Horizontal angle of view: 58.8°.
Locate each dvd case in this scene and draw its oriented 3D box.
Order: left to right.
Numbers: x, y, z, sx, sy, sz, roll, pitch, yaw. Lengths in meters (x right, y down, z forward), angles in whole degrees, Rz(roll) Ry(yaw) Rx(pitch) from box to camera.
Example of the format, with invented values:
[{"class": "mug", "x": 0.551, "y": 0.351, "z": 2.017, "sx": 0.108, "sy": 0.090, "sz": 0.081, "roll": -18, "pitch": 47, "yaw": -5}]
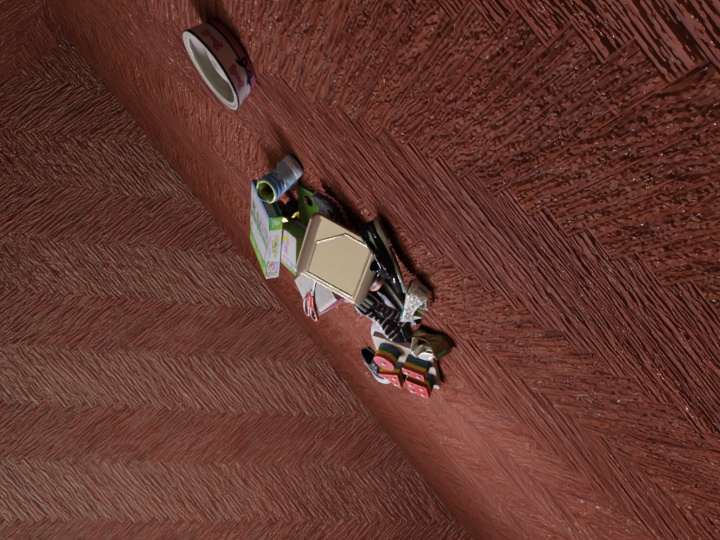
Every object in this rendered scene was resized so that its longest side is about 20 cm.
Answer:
[{"class": "dvd case", "x": 0.082, "y": 0.083, "z": 1.740, "sx": 0.152, "sy": 0.025, "sz": 0.199, "roll": 53, "pitch": 165, "yaw": -7}]

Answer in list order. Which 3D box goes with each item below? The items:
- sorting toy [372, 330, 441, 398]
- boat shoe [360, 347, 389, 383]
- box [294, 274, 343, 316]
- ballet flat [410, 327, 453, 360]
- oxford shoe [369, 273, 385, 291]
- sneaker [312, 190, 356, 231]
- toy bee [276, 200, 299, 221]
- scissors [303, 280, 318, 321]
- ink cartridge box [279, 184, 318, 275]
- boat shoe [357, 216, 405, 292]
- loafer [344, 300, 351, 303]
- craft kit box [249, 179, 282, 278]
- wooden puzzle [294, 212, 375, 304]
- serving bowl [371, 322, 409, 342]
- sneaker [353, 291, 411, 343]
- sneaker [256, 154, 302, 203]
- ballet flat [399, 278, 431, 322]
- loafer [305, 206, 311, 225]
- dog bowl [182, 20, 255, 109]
[{"class": "sorting toy", "x": 0.128, "y": 0.286, "z": 1.873, "sx": 0.194, "sy": 0.071, "sz": 0.202, "roll": 17, "pitch": 150, "yaw": 25}, {"class": "boat shoe", "x": 0.059, "y": 0.358, "z": 2.418, "sx": 0.199, "sy": 0.068, "sz": 0.057, "roll": 35, "pitch": 161, "yaw": 52}, {"class": "box", "x": -0.091, "y": 0.035, "z": 1.842, "sx": 0.131, "sy": 0.107, "sz": 0.199, "roll": 62, "pitch": 151, "yaw": 5}, {"class": "ballet flat", "x": 0.171, "y": 0.198, "z": 1.660, "sx": 0.068, "sy": 0.072, "sz": 0.199, "roll": 52, "pitch": 166, "yaw": -16}, {"class": "oxford shoe", "x": 0.000, "y": 0.000, "z": 1.652, "sx": 0.071, "sy": 0.073, "sz": 0.199, "roll": 28, "pitch": 177, "yaw": -29}, {"class": "sneaker", "x": -0.069, "y": -0.103, "z": 1.601, "sx": 0.202, "sy": 0.095, "sz": 0.079, "roll": 55, "pitch": 166, "yaw": -14}, {"class": "toy bee", "x": -0.241, "y": -0.163, "z": 1.909, "sx": 0.198, "sy": 0.110, "sz": 0.131, "roll": 37, "pitch": 123, "yaw": -8}, {"class": "scissors", "x": -0.143, "y": 0.062, "z": 1.822, "sx": 0.073, "sy": 0.014, "sz": 0.205, "roll": 42, "pitch": 144, "yaw": 39}, {"class": "ink cartridge box", "x": -0.172, "y": -0.113, "z": 1.732, "sx": 0.147, "sy": 0.074, "sz": 0.207, "roll": 35, "pitch": 129, "yaw": 55}, {"class": "boat shoe", "x": 0.047, "y": -0.024, "z": 1.447, "sx": 0.075, "sy": 0.064, "sz": 0.202, "roll": -104, "pitch": -9, "yaw": -52}, {"class": "loafer", "x": -0.020, "y": 0.072, "z": 1.936, "sx": 0.199, "sy": 0.068, "sz": 0.077, "roll": 40, "pitch": 163, "yaw": 36}, {"class": "craft kit box", "x": -0.270, "y": -0.120, "z": 1.810, "sx": 0.202, "sy": 0.047, "sz": 0.202, "roll": -120, "pitch": 34, "yaw": -46}, {"class": "wooden puzzle", "x": -0.052, "y": -0.030, "z": 1.573, "sx": 0.195, "sy": 0.038, "sz": 0.188, "roll": 25, "pitch": 126, "yaw": 4}, {"class": "serving bowl", "x": 0.097, "y": 0.240, "z": 2.009, "sx": 0.200, "sy": 0.065, "sz": 0.201, "roll": 47, "pitch": 166, "yaw": 15}, {"class": "sneaker", "x": 0.059, "y": 0.100, "z": 1.710, "sx": 0.199, "sy": 0.075, "sz": 0.116, "roll": 43, "pitch": -164, "yaw": -22}, {"class": "sneaker", "x": -0.227, "y": -0.229, "z": 1.693, "sx": 0.080, "sy": 0.130, "sz": 0.200, "roll": 47, "pitch": 166, "yaw": -2}, {"class": "ballet flat", "x": 0.131, "y": 0.084, "z": 1.519, "sx": 0.072, "sy": 0.071, "sz": 0.201, "roll": 45, "pitch": 165, "yaw": 14}, {"class": "loafer", "x": -0.138, "y": -0.122, "z": 1.840, "sx": 0.200, "sy": 0.070, "sz": 0.075, "roll": 126, "pitch": 140, "yaw": -63}, {"class": "dog bowl", "x": -0.318, "y": -0.477, "z": 1.467, "sx": 0.200, "sy": 0.073, "sz": 0.201, "roll": 46, "pitch": 166, "yaw": 15}]
